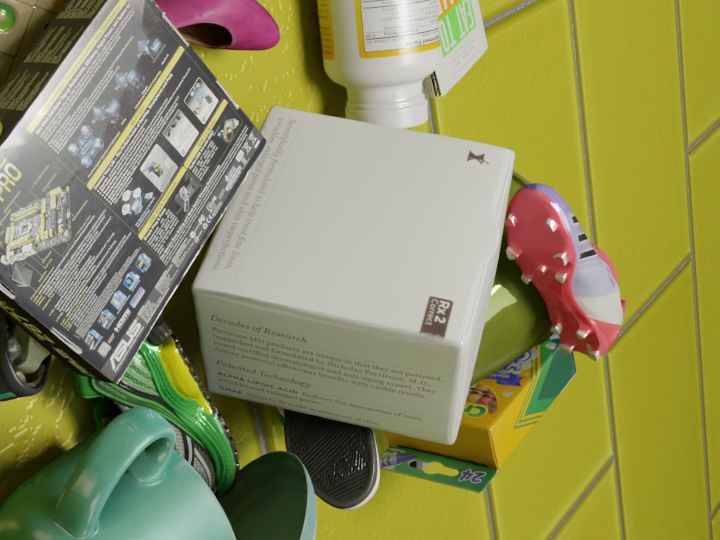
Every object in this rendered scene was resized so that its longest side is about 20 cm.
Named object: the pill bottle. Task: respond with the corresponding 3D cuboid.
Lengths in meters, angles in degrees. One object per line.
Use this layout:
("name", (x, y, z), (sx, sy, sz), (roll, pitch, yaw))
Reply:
("pill bottle", (0.015, -0.225, 1.011), (0.104, 0.104, 0.201), (-26, 117, -49))

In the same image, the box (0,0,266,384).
("box", (-0.159, -0.055, 0.726), (0.161, 0.049, 0.200), (50, 60, -44))

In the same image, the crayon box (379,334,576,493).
("crayon box", (0.109, 0.124, 1.139), (0.200, 0.125, 0.052), (-42, 128, -42))

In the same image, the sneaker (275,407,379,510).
("sneaker", (-0.029, 0.122, 0.969), (0.083, 0.200, 0.121), (-31, 147, 4))

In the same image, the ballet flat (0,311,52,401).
("ballet flat", (-0.204, -0.008, 0.772), (0.073, 0.073, 0.201), (33, 69, -51))

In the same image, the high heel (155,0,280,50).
("high heel", (-0.140, -0.160, 0.837), (0.199, 0.067, 0.097), (9, 78, -40))

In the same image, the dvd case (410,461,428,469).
("dvd case", (0.107, 0.112, 1.263), (0.200, 0.025, 0.151), (-18, 110, -51))

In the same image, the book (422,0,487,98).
("book", (0.064, -0.284, 1.128), (0.134, 0.048, 0.201), (-47, 129, -45))

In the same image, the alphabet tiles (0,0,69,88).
("alphabet tiles", (-0.212, -0.165, 0.706), (0.166, 0.006, 0.201), (15, 105, -39))

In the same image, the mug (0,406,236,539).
("mug", (-0.176, 0.182, 0.774), (0.114, 0.152, 0.186), (-36, 116, -43))

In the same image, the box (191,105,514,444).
("box", (0.000, 0.000, 0.891), (0.131, 0.199, 0.199), (92, 13, -49))

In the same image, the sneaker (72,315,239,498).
("sneaker", (-0.153, 0.109, 0.876), (0.085, 0.078, 0.200), (-32, 133, -10))

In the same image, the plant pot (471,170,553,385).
("plant pot", (0.072, 0.028, 1.080), (0.193, 0.200, 0.201), (-39, 126, -30))

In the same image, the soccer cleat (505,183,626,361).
("soccer cleat", (0.178, -0.008, 1.000), (0.077, 0.067, 0.200), (-53, 132, -29))

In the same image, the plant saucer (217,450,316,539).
("plant saucer", (-0.093, 0.227, 0.860), (0.027, 0.200, 0.201), (36, 64, -21))
